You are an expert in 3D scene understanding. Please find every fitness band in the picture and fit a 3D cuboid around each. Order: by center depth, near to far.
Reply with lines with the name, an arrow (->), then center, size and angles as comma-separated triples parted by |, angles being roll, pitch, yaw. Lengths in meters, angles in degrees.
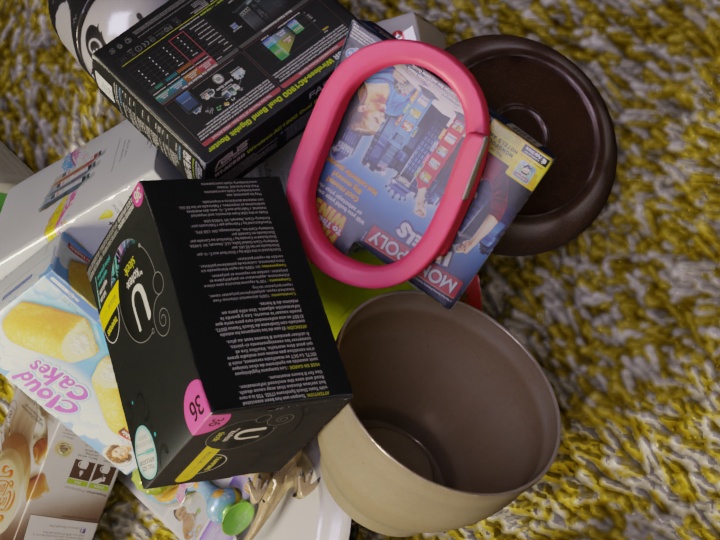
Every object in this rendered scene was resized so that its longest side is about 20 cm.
fitness band -> 0.022, -0.084, 1.238 | 0.144, 0.037, 0.200 | 25, 101, 15

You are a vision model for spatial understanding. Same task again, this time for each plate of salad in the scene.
plate of salad -> -0.058, 0.229, 1.395 | 0.200, 0.048, 0.200 | -29, 53, 47

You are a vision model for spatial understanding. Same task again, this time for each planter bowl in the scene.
planter bowl -> 0.045, 0.134, 1.285 | 0.200, 0.200, 0.135 | 49, 134, 16

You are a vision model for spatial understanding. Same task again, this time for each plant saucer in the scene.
plant saucer -> 0.132, -0.113, 1.341 | 0.200, 0.032, 0.200 | 3, 77, -14

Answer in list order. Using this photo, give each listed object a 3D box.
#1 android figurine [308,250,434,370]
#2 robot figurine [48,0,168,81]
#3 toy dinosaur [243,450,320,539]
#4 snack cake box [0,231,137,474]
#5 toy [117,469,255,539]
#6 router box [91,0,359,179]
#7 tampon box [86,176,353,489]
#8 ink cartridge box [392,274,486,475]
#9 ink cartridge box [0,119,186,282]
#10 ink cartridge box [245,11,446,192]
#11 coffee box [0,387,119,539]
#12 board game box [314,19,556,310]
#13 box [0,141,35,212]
android figurine -> 0.000, 0.000, 1.363 | 0.182, 0.041, 0.200 | 44, 104, -2
robot figurine -> -0.221, -0.234, 1.458 | 0.200, 0.150, 0.125 | 47, 120, 51
toy dinosaur -> -0.069, 0.174, 1.345 | 0.058, 0.101, 0.200 | 17, 92, -6
snack cake box -> -0.233, 0.076, 1.370 | 0.115, 0.067, 0.200 | -37, 116, 20
toy -> -0.176, 0.177, 1.451 | 0.200, 0.047, 0.115 | 34, 98, 36
router box -> -0.104, -0.176, 1.335 | 0.200, 0.062, 0.150 | -39, 69, -19
tampon box -> -0.116, 0.048, 1.231 | 0.150, 0.126, 0.200 | -49, 53, 49
ink cartridge box -> 0.036, 0.111, 1.393 | 0.162, 0.057, 0.200 | -5, 99, 20
ink cartridge box -> -0.216, -0.032, 1.427 | 0.200, 0.145, 0.145 | -28, 120, 19
ink cartridge box -> -0.015, -0.135, 1.423 | 0.200, 0.084, 0.146 | -15, 82, 18
coffee box -> -0.306, 0.222, 1.486 | 0.114, 0.080, 0.200 | 26, 96, 55
board game box -> 0.027, -0.068, 1.286 | 0.200, 0.062, 0.200 | 37, 105, 9
box -> -0.462, -0.071, 1.535 | 0.200, 0.171, 0.199 | 41, 100, 18
